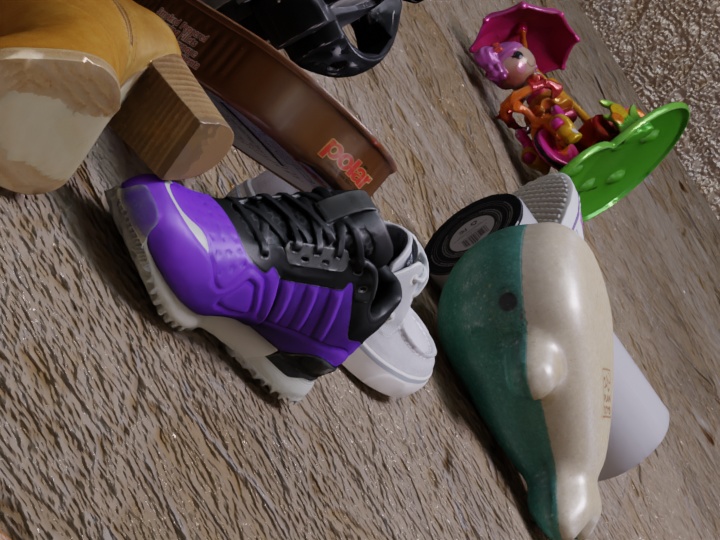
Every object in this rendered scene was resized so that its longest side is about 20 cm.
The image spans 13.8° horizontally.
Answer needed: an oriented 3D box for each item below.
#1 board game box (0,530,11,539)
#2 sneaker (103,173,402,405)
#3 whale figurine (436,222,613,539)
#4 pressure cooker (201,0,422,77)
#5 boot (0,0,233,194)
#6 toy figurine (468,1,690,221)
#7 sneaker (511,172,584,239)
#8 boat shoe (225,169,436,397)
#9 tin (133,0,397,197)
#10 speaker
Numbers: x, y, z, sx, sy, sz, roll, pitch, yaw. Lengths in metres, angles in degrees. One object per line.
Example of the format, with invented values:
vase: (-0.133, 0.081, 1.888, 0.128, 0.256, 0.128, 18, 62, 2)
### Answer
board game box: (-0.074, 0.206, 0.481, 0.200, 0.200, 0.200, 49, 15, -42)
sneaker: (-0.041, -0.012, 1.387, 0.200, 0.099, 0.070, 40, 20, -59)
whale figurine: (0.104, 0.072, 1.856, 0.159, 0.104, 0.200, 9, 76, -76)
pressure cooker: (-0.043, -0.199, 1.640, 0.200, 0.176, 0.179, 61, -29, -5)
boot: (-0.151, -0.103, 1.286, 0.144, 0.071, 0.201, 47, 19, 24)
toy figurine: (0.161, -0.151, 2.600, 0.184, 0.150, 0.200, 49, 33, 16)
sneaker: (0.146, 0.019, 2.186, 0.114, 0.073, 0.201, 57, 22, -29)
boat shoe: (0.000, 0.000, 1.607, 0.200, 0.068, 0.072, 48, 16, -43)
tin: (-0.061, -0.090, 1.478, 0.200, 0.042, 0.112, 34, -4, 44)
speaker: (0.127, 0.047, 1.988, 0.200, 0.081, 0.081, 54, 13, -26)
